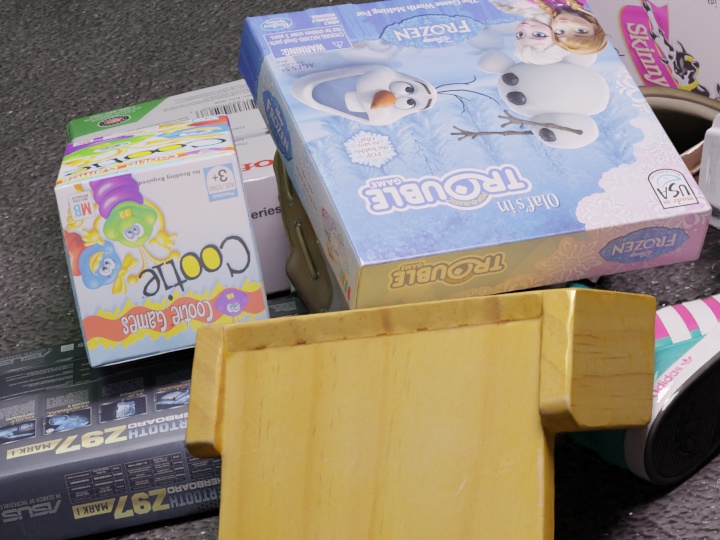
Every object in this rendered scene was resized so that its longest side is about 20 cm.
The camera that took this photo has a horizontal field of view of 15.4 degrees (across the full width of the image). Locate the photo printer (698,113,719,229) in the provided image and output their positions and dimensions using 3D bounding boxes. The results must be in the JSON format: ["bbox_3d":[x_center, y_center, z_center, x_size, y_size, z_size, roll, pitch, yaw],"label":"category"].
[{"bbox_3d":[0.292,-0.045,1.463,0.199,0.070,0.166,7,4,3],"label":"photo printer"}]

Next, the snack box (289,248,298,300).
[{"bbox_3d":[0.048,-0.059,1.560,0.200,0.037,0.116,-26,41,21],"label":"snack box"}]

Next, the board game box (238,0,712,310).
[{"bbox_3d":[0.058,-0.072,1.437,0.200,0.043,0.199,-9,48,-19],"label":"board game box"}]

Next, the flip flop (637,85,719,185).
[{"bbox_3d":[0.202,-0.060,1.589,0.200,0.081,0.058,13,62,-14],"label":"flip flop"}]

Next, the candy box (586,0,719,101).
[{"bbox_3d":[0.165,-0.134,1.692,0.200,0.168,0.072,2,27,31],"label":"candy box"}]

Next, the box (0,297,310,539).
[{"bbox_3d":[-0.113,0.083,1.479,0.200,0.051,0.158,-12,23,-2],"label":"box"}]

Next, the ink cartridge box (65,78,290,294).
[{"bbox_3d":[-0.110,-0.047,1.735,0.146,0.083,0.200,-13,22,-3],"label":"ink cartridge box"}]

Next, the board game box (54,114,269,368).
[{"bbox_3d":[-0.114,-0.022,1.529,0.105,0.103,0.200,-11,10,-3],"label":"board game box"}]

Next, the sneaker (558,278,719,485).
[{"bbox_3d":[0.165,0.036,1.419,0.121,0.084,0.200,20,39,36],"label":"sneaker"}]

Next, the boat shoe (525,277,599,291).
[{"bbox_3d":[0.122,-0.020,1.586,0.066,0.072,0.200,-17,15,0],"label":"boat shoe"}]

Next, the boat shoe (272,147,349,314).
[{"bbox_3d":[0.000,0.000,1.490,0.075,0.200,0.068,11,-28,-44],"label":"boat shoe"}]

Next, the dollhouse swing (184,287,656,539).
[{"bbox_3d":[0.035,0.105,1.301,0.200,0.176,0.182,-7,-5,23],"label":"dollhouse swing"}]
